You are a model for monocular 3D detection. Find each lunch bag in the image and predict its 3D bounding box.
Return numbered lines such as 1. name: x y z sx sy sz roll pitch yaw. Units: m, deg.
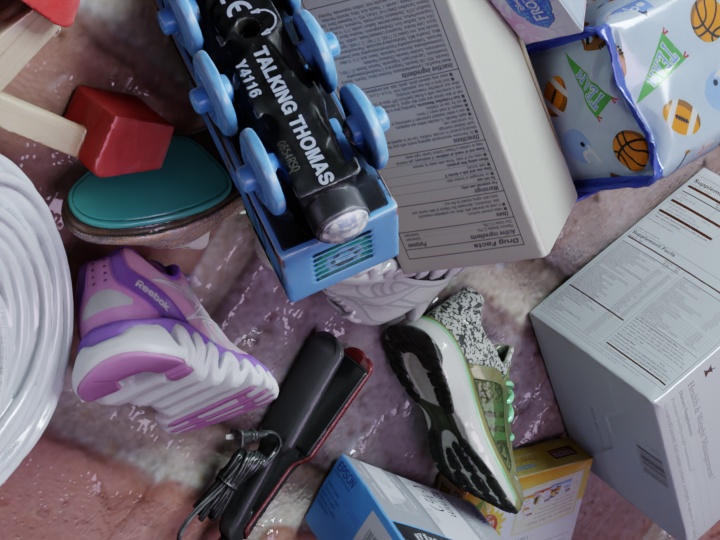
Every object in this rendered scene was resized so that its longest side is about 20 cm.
1. lunch bag: 0.172 -0.123 0.952 0.169 0.199 0.125 -27 103 -26

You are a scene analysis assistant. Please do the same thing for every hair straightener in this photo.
1. hair straightener: -0.075 0.125 1.010 0.201 0.041 0.077 -52 137 4

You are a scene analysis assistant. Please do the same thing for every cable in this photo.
1. cable: -0.228 0.032 0.741 0.201 0.068 0.201 -62 147 -34

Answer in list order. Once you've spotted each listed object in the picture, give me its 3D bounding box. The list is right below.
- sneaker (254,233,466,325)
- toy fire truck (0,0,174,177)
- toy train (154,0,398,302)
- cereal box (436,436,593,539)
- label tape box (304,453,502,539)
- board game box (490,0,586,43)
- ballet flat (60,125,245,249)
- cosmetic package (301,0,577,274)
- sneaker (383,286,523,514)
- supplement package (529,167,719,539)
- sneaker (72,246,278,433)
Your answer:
1. sneaker: 0.000 0.000 0.960 0.199 0.075 0.081 4 128 -52
2. toy fire truck: -0.177 -0.126 0.750 0.198 0.049 0.142 3 115 -41
3. toy train: -0.047 -0.087 0.791 0.086 0.201 0.115 -23 155 -11
4. cereal box: 0.112 0.245 1.238 0.143 0.039 0.202 -8 121 -36
5. label tape box: 0.074 0.221 1.081 0.198 0.143 0.067 22 103 -31
6. board game box: 0.075 -0.265 0.811 0.199 0.041 0.202 40 53 -46
7. ballet flat: -0.083 -0.050 0.870 0.199 0.068 0.068 -26 149 -25
8. cosmetic package: 0.044 -0.104 0.866 0.073 0.102 0.202 -55 130 -47
9. sneaker: 0.093 0.097 1.093 0.088 0.077 0.201 -41 127 -25
10. supplement package: 0.271 0.070 1.188 0.199 0.147 0.192 -38 134 -15
11. sneaker: -0.113 0.041 0.891 0.080 0.089 0.200 -24 158 11
